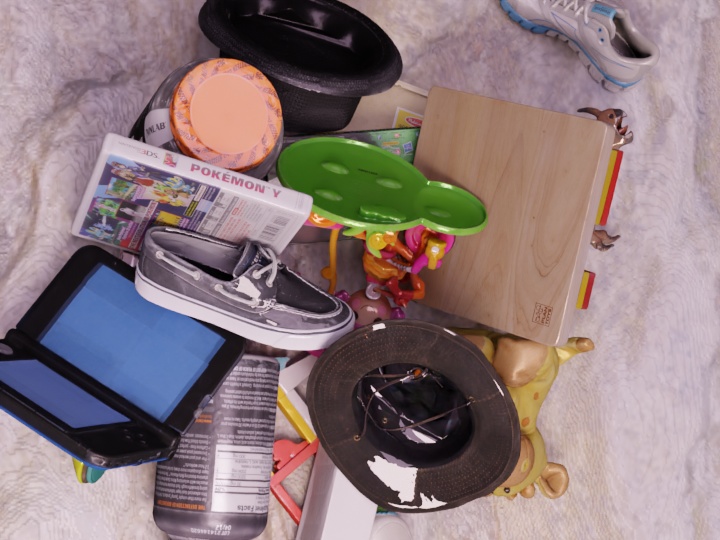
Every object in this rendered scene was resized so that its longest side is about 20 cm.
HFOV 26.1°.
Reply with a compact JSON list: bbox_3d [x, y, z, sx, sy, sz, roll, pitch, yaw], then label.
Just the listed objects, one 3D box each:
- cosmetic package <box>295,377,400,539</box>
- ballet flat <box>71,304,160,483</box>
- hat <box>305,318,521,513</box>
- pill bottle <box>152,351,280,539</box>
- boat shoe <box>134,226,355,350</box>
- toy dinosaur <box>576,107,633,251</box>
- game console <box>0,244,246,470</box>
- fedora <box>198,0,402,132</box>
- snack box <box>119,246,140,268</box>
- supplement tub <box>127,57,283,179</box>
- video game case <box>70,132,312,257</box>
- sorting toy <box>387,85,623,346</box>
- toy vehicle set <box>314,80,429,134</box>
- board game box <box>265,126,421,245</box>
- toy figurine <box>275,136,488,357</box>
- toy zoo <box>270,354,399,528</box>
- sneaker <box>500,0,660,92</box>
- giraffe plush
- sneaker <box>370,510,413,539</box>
[{"bbox_3d":[-0.014,0.199,1.435,0.050,0.082,0.203,17,78,-14],"label":"cosmetic package"},{"bbox_3d":[-0.221,0.092,1.399,0.066,0.067,0.202,23,73,13],"label":"ballet flat"},{"bbox_3d":[0.050,0.114,1.378,0.198,0.081,0.203,4,118,7],"label":"hat"},{"bbox_3d":[-0.131,0.175,1.398,0.105,0.106,0.203,6,85,-17],"label":"pill bottle"},{"bbox_3d":[-0.097,0.009,1.351,0.198,0.068,0.072,18,37,2],"label":"boat shoe"},{"bbox_3d":[0.191,-0.068,1.564,0.198,0.086,0.137,-29,90,-14],"label":"toy dinosaur"},{"bbox_3d":[-0.228,0.066,1.318,0.199,0.170,0.119,28,100,22],"label":"game console"},{"bbox_3d":[-0.063,-0.192,1.478,0.198,0.092,0.202,12,36,-9],"label":"fedora"},{"bbox_3d":[-0.199,0.065,1.448,0.071,0.024,0.203,9,79,-15],"label":"snack box"},{"bbox_3d":[-0.140,-0.118,1.401,0.121,0.200,0.124,3,81,-16],"label":"supplement tub"},{"bbox_3d":[-0.153,-0.048,1.361,0.180,0.200,0.023,17,67,-13],"label":"video game case"},{"bbox_3d":[0.139,-0.052,1.445,0.069,0.197,0.203,4,101,-52],"label":"sorting toy"},{"bbox_3d":[0.050,-0.118,1.554,0.198,0.026,0.126,19,77,-14],"label":"toy vehicle set"},{"bbox_3d":[0.006,-0.083,1.506,0.197,0.023,0.106,-4,96,-13],"label":"board game box"},{"bbox_3d":[0.000,0.000,1.444,0.197,0.151,0.186,14,121,-3],"label":"toy figurine"},{"bbox_3d":[-0.038,0.166,1.487,0.131,0.020,0.201,-39,94,-19],"label":"toy zoo"},{"bbox_3d":[0.229,-0.267,1.603,0.199,0.087,0.075,33,75,-9],"label":"sneaker"},{"bbox_3d":[0.129,0.141,1.494,0.199,0.171,0.165,2,91,-52],"label":"giraffe plush"},{"bbox_3d":[0.028,0.326,1.447,0.076,0.081,0.203,6,82,-27],"label":"sneaker"}]
